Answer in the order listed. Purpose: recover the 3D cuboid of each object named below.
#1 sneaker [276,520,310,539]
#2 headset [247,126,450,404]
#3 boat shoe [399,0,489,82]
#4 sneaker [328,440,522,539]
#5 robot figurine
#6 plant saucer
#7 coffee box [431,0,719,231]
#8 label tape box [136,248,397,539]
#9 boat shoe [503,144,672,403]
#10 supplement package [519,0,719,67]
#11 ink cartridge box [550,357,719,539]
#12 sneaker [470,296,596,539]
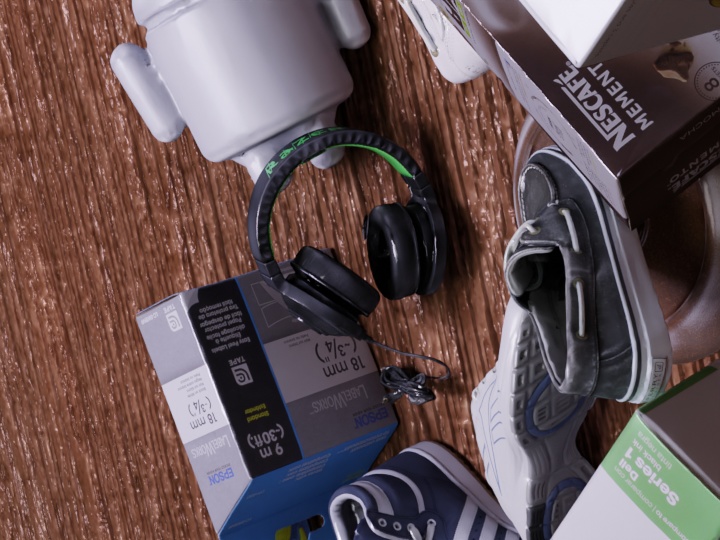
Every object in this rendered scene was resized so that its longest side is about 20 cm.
[{"bbox_3d":[-0.078,0.154,1.670,0.083,0.071,0.200,19,119,36],"label":"sneaker"},{"bbox_3d":[0.000,0.000,1.508,0.200,0.123,0.094,64,167,-16],"label":"headset"},{"bbox_3d":[0.028,-0.208,1.413,0.069,0.071,0.201,-34,77,45],"label":"boat shoe"},{"bbox_3d":[0.064,0.195,1.495,0.200,0.108,0.070,39,130,33],"label":"sneaker"},{"bbox_3d":[-0.080,-0.151,1.521,0.113,0.169,0.201,-101,-14,-86],"label":"robot figurine"},{"bbox_3d":[0.159,-0.037,1.371,0.200,0.032,0.201,20,119,43],"label":"plant saucer"},{"bbox_3d":[0.131,-0.138,1.290,0.200,0.113,0.080,52,177,23],"label":"coffee box"},{"bbox_3d":[-0.051,0.099,1.566,0.063,0.144,0.201,-26,84,47],"label":"label tape box"},{"bbox_3d":[0.117,-0.006,1.299,0.200,0.071,0.072,-110,29,-49],"label":"boat shoe"},{"bbox_3d":[0.166,-0.223,1.167,0.151,0.200,0.152,53,136,21],"label":"supplement package"},{"bbox_3d":[0.181,0.147,1.316,0.084,0.146,0.200,45,132,19],"label":"ink cartridge box"},{"bbox_3d":[0.100,0.087,1.431,0.087,0.074,0.201,40,141,43],"label":"sneaker"}]
